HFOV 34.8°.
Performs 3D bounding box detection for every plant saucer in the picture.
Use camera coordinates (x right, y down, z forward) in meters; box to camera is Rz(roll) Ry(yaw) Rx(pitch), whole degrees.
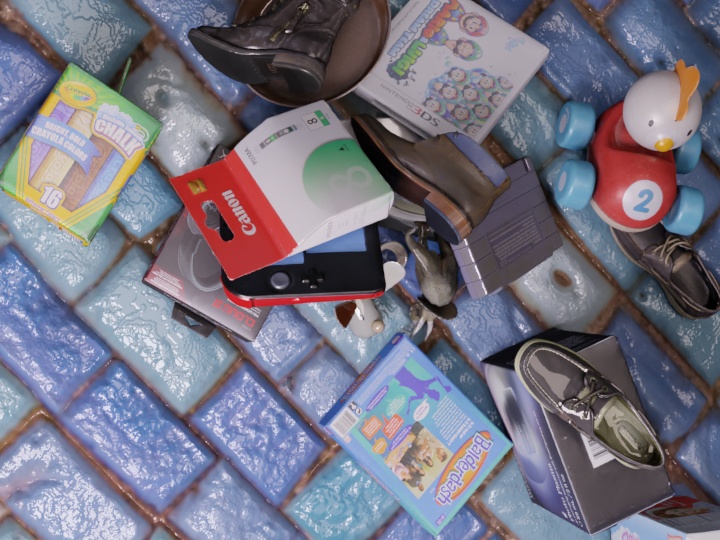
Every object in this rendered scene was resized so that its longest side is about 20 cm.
[{"bbox_3d":[-0.056,-0.281,1.366,0.197,0.032,0.204,-5,71,14],"label":"plant saucer"}]

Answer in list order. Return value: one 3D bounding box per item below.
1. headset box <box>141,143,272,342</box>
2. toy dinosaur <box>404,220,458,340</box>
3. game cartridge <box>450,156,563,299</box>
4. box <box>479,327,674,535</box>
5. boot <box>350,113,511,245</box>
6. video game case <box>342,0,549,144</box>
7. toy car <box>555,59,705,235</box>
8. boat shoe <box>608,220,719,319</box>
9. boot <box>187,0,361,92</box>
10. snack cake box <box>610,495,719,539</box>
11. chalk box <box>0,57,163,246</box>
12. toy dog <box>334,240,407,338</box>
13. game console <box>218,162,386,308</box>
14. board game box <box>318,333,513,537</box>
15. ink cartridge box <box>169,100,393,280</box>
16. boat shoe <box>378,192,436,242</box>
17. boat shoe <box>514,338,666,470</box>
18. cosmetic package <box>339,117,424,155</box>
[{"bbox_3d":[-0.155,-0.021,1.351,0.148,0.077,0.202,30,80,-11],"label":"headset box"},{"bbox_3d":[0.091,0.002,1.357,0.076,0.201,0.104,-8,68,-2],"label":"toy dinosaur"},{"bbox_3d":[0.172,-0.053,1.406,0.199,0.038,0.132,-27,101,-48],"label":"game cartridge"},{"bbox_3d":[0.254,0.187,1.385,0.122,0.198,0.203,-22,94,-10],"label":"box"},{"bbox_3d":[0.079,-0.127,1.312,0.097,0.075,0.200,-38,71,-12],"label":"boot"},{"bbox_3d":[0.105,-0.247,1.390,0.181,0.024,0.201,34,64,12],"label":"video game case"},{"bbox_3d":[0.357,-0.164,1.400,0.181,0.201,0.179,12,60,-9],"label":"toy car"},{"bbox_3d":[0.404,-0.021,1.492,0.200,0.073,0.075,45,79,-9],"label":"boat shoe"},{"bbox_3d":[-0.087,-0.303,1.338,0.197,0.069,0.176,17,71,17],"label":"boot"},{"bbox_3d":[0.403,0.332,1.418,0.113,0.200,0.069,-5,90,-14],"label":"snack cake box"},{"bbox_3d":[-0.303,-0.145,1.293,0.123,0.124,0.202,34,82,-10],"label":"chalk box"},{"bbox_3d":[0.000,0.000,1.338,0.133,0.096,0.200,-53,132,-7],"label":"toy dog"},{"bbox_3d":[-0.067,-0.049,1.256,0.174,0.031,0.202,-5,53,-3],"label":"game console"},{"bbox_3d":[0.069,0.202,1.418,0.200,0.045,0.152,45,79,-9],"label":"board game box"},{"bbox_3d":[-0.087,-0.093,1.246,0.198,0.050,0.162,-21,57,-24],"label":"ink cartridge box"},{"bbox_3d":[0.056,-0.085,1.410,0.199,0.074,0.066,16,79,-17],"label":"boat shoe"},{"bbox_3d":[0.257,0.146,1.251,0.200,0.066,0.072,40,84,-8],"label":"boat shoe"},{"bbox_3d":[0.022,-0.157,1.397,0.196,0.082,0.052,-5,87,-15],"label":"cosmetic package"}]
